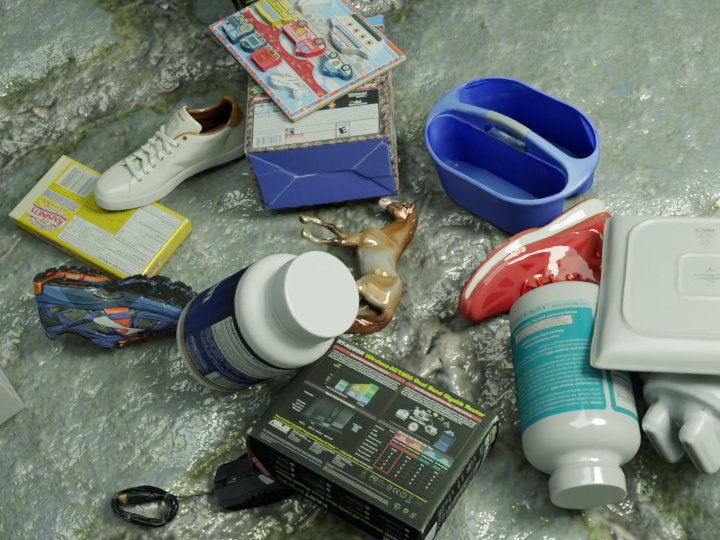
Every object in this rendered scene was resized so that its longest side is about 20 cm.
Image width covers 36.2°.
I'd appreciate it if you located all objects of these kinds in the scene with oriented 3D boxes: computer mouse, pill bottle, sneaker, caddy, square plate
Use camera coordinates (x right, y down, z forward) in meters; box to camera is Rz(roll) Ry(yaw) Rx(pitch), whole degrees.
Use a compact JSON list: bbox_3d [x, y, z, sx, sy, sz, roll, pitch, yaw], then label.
[{"bbox_3d":[-0.154,0.215,1.098,0.199,0.034,0.059,-13,60,2],"label":"computer mouse"},{"bbox_3d":[0.204,0.120,1.051,0.110,0.111,0.201,-5,59,6],"label":"pill bottle"},{"bbox_3d":[-0.255,0.048,1.196,0.199,0.079,0.075,9,21,0],"label":"sneaker"},{"bbox_3d":[-0.090,0.047,1.080,0.111,0.200,0.112,13,67,-33],"label":"pill bottle"},{"bbox_3d":[0.165,-0.131,1.200,0.200,0.105,0.142,31,71,28],"label":"caddy"},{"bbox_3d":[0.320,0.013,1.018,0.199,0.029,0.199,2,47,17],"label":"square plate"},{"bbox_3d":[-0.225,-0.144,1.276,0.199,0.085,0.073,-30,54,-17],"label":"sneaker"},{"bbox_3d":[0.206,0.013,1.134,0.200,0.078,0.116,-35,59,-10],"label":"sneaker"}]

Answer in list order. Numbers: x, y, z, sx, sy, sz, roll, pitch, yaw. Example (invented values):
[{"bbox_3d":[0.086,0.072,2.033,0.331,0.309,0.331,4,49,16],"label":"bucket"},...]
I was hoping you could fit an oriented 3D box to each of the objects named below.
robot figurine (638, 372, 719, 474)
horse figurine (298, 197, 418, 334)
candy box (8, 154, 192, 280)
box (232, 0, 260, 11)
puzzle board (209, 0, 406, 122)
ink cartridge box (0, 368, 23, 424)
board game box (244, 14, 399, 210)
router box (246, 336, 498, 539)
[{"bbox_3d":[0.344,0.092,1.044,0.169,0.113,0.200,17,62,45],"label":"robot figurine"},{"bbox_3d":[0.000,0.000,1.179,0.132,0.050,0.201,8,49,-12],"label":"horse figurine"},{"bbox_3d":[-0.304,-0.057,1.283,0.199,0.026,0.102,27,68,22],"label":"candy box"},{"bbox_3d":[-0.120,-0.409,1.358,0.124,0.200,0.149,-24,60,-6],"label":"box"},{"bbox_3d":[-0.064,-0.261,1.252,0.150,0.017,0.200,-31,54,-13],"label":"puzzle board"},{"bbox_3d":[-0.487,0.122,1.139,0.200,0.146,0.147,-36,61,-13],"label":"ink cartridge box"},{"bbox_3d":[-0.042,-0.182,1.260,0.158,0.097,0.201,-6,52,6],"label":"board game box"},{"bbox_3d":[0.011,0.165,1.065,0.199,0.062,0.150,26,53,21],"label":"router box"}]
